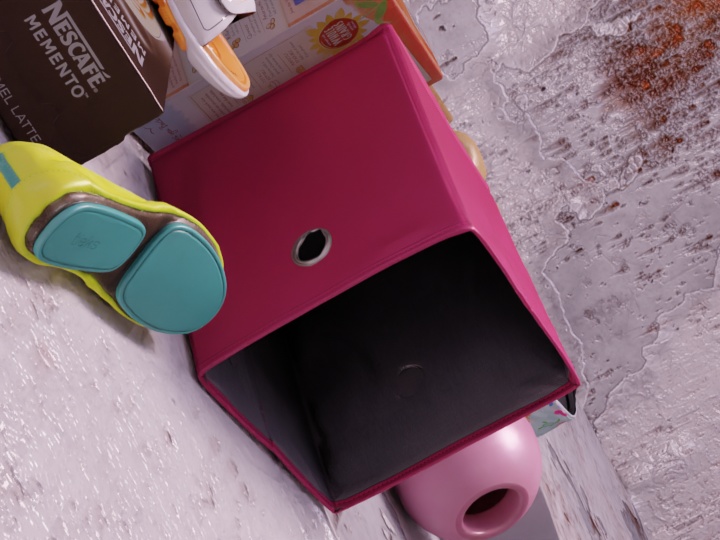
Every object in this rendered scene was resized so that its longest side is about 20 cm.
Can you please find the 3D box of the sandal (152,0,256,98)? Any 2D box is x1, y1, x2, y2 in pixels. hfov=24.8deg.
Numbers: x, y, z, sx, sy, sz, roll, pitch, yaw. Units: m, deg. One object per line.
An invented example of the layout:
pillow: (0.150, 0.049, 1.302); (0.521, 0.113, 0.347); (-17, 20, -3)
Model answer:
sandal: (-0.108, -0.199, 0.983); (0.208, 0.059, 0.079); (60, 8, -18)

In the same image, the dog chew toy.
dog chew toy: (0.069, 0.128, 1.370); (0.125, 0.124, 0.201); (52, 6, -47)

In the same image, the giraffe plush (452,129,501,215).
giraffe plush: (0.010, -0.030, 1.383); (0.162, 0.198, 0.174); (88, -16, -70)

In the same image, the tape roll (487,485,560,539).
tape roll: (0.124, 0.193, 1.505); (0.200, 0.066, 0.202); (158, -90, -90)

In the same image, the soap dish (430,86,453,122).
soap dish: (-0.003, -0.158, 1.669); (0.081, 0.157, 0.200); (48, 0, 33)

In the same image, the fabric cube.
fabric cube: (0.000, 0.000, 1.091); (0.200, 0.195, 0.200); (52, 15, -47)

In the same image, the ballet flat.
ballet flat: (-0.132, -0.022, 0.865); (0.067, 0.067, 0.200); (44, 3, 24)

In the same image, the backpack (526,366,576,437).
backpack: (0.147, 0.092, 1.762); (0.201, 0.150, 0.178); (55, 13, -4)

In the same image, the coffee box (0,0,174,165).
coffee box: (-0.168, -0.148, 0.945); (0.115, 0.079, 0.200); (58, 10, -24)

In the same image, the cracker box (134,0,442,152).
cracker box: (-0.057, -0.139, 1.148); (0.134, 0.199, 0.058); (47, 16, -57)
